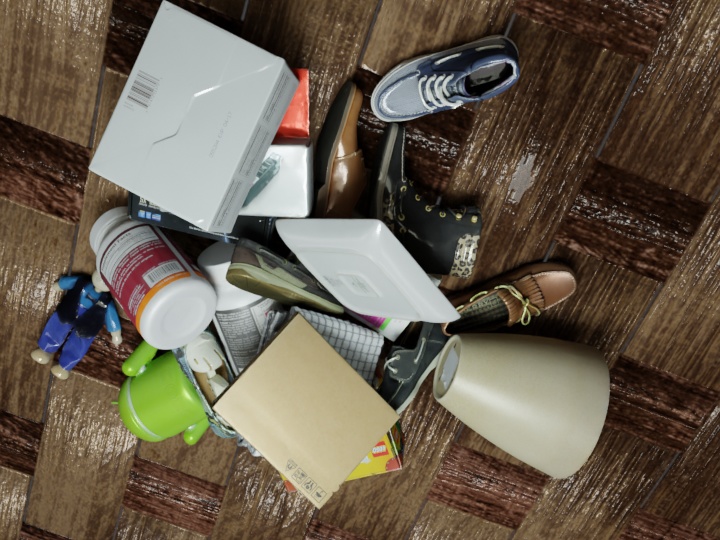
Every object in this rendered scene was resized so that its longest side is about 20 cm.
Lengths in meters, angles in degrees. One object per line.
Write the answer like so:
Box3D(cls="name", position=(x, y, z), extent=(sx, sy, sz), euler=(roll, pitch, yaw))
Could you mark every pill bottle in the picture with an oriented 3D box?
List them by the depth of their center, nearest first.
Box3D(cls="pill bottle", position=(-0.289, 0.003, 1.105), extent=(0.200, 0.112, 0.114), euler=(45, 124, 33))
Box3D(cls="pill bottle", position=(-0.156, 0.058, 1.159), extent=(0.114, 0.117, 0.203), euler=(-11, 116, 13))

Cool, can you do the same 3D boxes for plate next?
Box3D(cls="plate", position=(0.003, 0.007, 1.030), extent=(0.198, 0.033, 0.200), euler=(5, 148, 45))

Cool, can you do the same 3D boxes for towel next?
Box3D(cls="towel", position=(-0.074, 0.156, 1.121), extent=(0.163, 0.085, 0.204), euler=(15, 91, -35))

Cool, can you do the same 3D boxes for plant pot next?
Box3D(cls="plant pot", position=(0.207, 0.163, 1.113), extent=(0.196, 0.189, 0.190), euler=(20, 118, -11))

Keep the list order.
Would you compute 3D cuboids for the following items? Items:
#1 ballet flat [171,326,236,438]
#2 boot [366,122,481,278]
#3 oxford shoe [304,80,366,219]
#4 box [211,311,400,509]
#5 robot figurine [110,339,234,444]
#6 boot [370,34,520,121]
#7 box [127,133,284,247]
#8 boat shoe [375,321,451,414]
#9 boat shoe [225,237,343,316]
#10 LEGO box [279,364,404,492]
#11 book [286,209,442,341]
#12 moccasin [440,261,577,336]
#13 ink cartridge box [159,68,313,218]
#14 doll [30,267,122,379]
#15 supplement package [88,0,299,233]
Box3D(cls="ballet flat", position=(-0.206, 0.147, 1.144), extent=(0.073, 0.074, 0.203), euler=(-19, 108, 16))
Box3D(cls="boot", position=(0.085, -0.085, 1.073), extent=(0.147, 0.073, 0.205), euler=(6, 94, -7))
Box3D(cls="oxford shoe", position=(-0.021, -0.145, 1.064), extent=(0.070, 0.071, 0.204), euler=(8, 105, -19))
Box3D(cls="box", position=(-0.067, 0.182, 1.048), extent=(0.164, 0.021, 0.200), euler=(-46, 102, -7))
Box3D(cls="robot figurine", position=(-0.288, 0.188, 1.243), extent=(0.198, 0.116, 0.176), euler=(-29, 115, 20))
Box3D(cls="boot", position=(0.100, -0.230, 0.994), extent=(0.197, 0.091, 0.074), euler=(-22, 113, 17))
Box3D(cls="box", position=(-0.201, -0.137, 1.083), extent=(0.196, 0.087, 0.167), euler=(14, 117, 0))
Box3D(cls="boat shoe", position=(0.055, 0.140, 1.145), extent=(0.068, 0.201, 0.071), euler=(51, 150, -18))
Box3D(cls="boat shoe", position=(-0.093, 0.011, 1.091), extent=(0.071, 0.067, 0.199), euler=(-5, 159, 45))
Box3D(cls="LEGO box", position=(-0.046, 0.249, 1.264), extent=(0.196, 0.078, 0.151), euler=(-15, 114, 14))
Box3D(cls="book", position=(0.000, 0.000, 1.151), extent=(0.198, 0.048, 0.134), euler=(32, 117, -7))
Box3D(cls="moccasin", position=(0.205, 0.043, 1.124), extent=(0.197, 0.078, 0.075), euler=(-14, 112, 8))
Box3D(cls="ink cartridge box", position=(-0.157, -0.158, 0.996), extent=(0.195, 0.044, 0.177), euler=(3, 116, 5))
Box3D(cls="doll", position=(-0.424, 0.072, 1.239), extent=(0.136, 0.049, 0.201), euler=(36, 110, -1))
Box3D(cls="supplement package", position=(-0.185, -0.168, 0.923), extent=(0.153, 0.111, 0.203), euler=(26, 93, 4))
